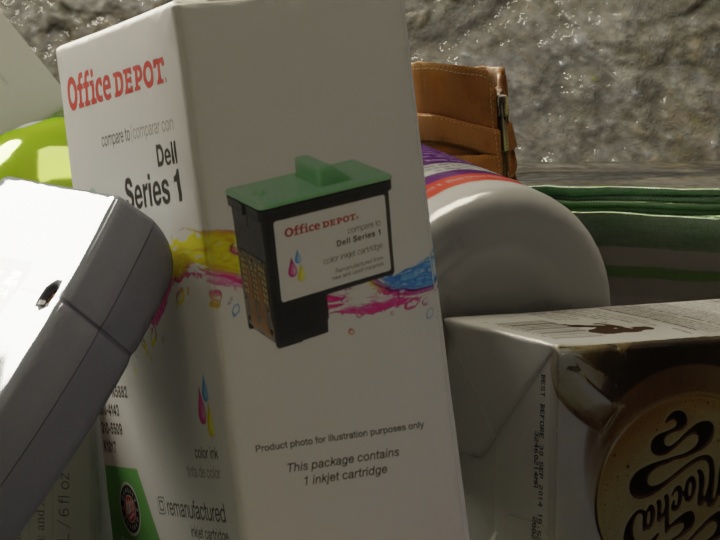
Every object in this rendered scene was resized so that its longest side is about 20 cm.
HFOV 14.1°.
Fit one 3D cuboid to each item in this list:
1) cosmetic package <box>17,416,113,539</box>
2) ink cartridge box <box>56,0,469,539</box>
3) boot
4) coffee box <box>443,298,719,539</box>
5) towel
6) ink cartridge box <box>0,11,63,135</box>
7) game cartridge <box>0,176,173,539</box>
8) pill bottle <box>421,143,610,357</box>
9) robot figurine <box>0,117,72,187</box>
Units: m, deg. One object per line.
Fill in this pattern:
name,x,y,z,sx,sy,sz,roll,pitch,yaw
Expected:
cosmetic package,-0.183,0.068,1.105,0.199,0.113,0.081,0,6,12
ink cartridge box,-0.037,0.008,0.991,0.084,0.201,0.145,-7,1,-22
boot,0.036,-0.021,1.379,0.077,0.156,0.200,3,7,23
coffee box,0.132,0.071,1.071,0.200,0.113,0.080,-3,8,-30
towel,0.142,0.036,1.211,0.152,0.023,0.200,2,-38,12
ink cartridge box,-0.245,-0.030,1.305,0.200,0.086,0.146,-39,0,-35
game cartridge,-0.143,0.060,0.946,0.040,0.200,0.133,40,-14,-23
pill bottle,0.000,0.000,1.145,0.111,0.112,0.200,-4,16,-30
robot figurine,-0.127,0.011,1.283,0.116,0.176,0.200,34,-25,16
